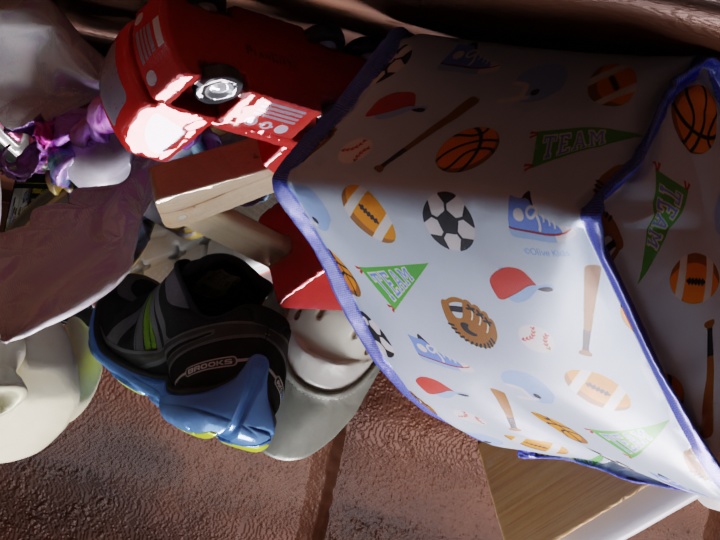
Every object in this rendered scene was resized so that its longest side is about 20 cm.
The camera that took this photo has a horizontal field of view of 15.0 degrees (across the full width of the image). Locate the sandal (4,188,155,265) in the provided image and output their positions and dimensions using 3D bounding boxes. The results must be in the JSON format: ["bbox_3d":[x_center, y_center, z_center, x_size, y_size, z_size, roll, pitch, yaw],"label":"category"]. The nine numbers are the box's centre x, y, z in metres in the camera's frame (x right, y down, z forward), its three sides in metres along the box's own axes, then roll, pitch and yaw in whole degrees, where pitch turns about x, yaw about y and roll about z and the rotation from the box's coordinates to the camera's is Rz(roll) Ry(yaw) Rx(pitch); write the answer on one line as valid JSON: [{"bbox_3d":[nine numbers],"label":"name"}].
[{"bbox_3d":[-0.132,-0.029,1.461,0.054,0.200,0.080,54,-172,9],"label":"sandal"}]

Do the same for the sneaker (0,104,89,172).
[{"bbox_3d":[-0.180,-0.089,1.487,0.087,0.074,0.200,4,180,20],"label":"sneaker"}]

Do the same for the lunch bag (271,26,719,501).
[{"bbox_3d":[0.088,0.007,1.110,0.169,0.124,0.201,9,138,43],"label":"lunch bag"}]

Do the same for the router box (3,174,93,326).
[{"bbox_3d":[-0.183,-0.038,1.781,0.051,0.150,0.200,13,178,-22],"label":"router box"}]

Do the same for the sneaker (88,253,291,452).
[{"bbox_3d":[-0.076,0.031,1.331,0.070,0.083,0.199,22,-179,-23],"label":"sneaker"}]

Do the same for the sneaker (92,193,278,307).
[{"bbox_3d":[-0.087,-0.011,1.523,0.199,0.078,0.082,-3,169,42],"label":"sneaker"}]

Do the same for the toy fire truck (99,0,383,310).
[{"bbox_3d":[-0.045,-0.049,1.196,0.199,0.049,0.141,13,141,-39],"label":"toy fire truck"}]

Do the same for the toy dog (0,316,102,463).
[{"bbox_3d":[-0.231,0.003,1.345,0.193,0.201,0.140,-21,159,-35],"label":"toy dog"}]

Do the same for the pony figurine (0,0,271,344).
[{"bbox_3d":[-0.118,-0.061,1.303,0.192,0.168,0.200,-21,169,7],"label":"pony figurine"}]

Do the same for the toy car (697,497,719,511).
[{"bbox_3d":[0.211,0.040,1.419,0.149,0.176,0.200,16,177,-21],"label":"toy car"}]

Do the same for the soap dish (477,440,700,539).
[{"bbox_3d":[0.150,0.037,1.253,0.081,0.200,0.157,49,-149,-9],"label":"soap dish"}]

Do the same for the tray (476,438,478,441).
[{"bbox_3d":[0.106,0.046,1.467,0.037,0.099,0.200,-35,173,27],"label":"tray"}]

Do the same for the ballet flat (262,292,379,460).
[{"bbox_3d":[0.000,0.000,1.352,0.067,0.201,0.064,30,169,-1],"label":"ballet flat"}]
